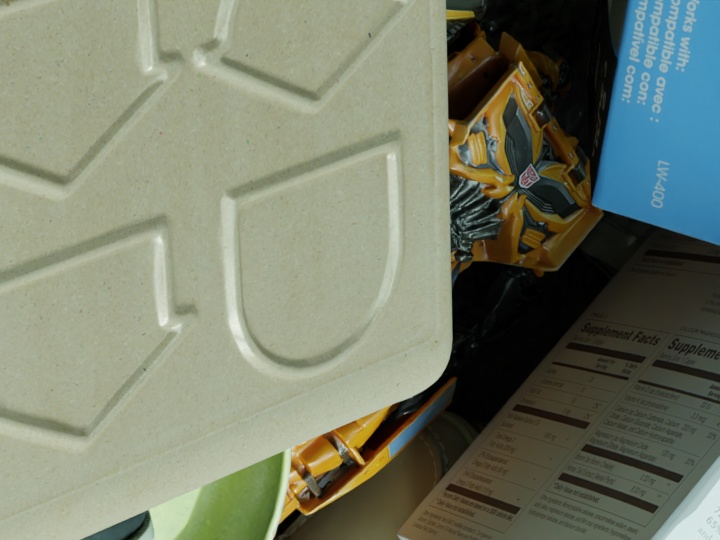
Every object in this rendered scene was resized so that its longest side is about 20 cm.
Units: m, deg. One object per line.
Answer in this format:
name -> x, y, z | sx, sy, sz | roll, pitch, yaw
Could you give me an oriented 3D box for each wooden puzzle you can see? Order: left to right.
wooden puzzle -> -0.054, -0.028, 0.779 | 0.185, 0.046, 0.200 | -21, 125, -36

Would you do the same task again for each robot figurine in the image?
robot figurine -> 0.000, 0.000, 0.951 | 0.200, 0.058, 0.145 | -43, 129, -9

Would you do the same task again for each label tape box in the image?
label tape box -> 0.111, -0.093, 0.896 | 0.063, 0.200, 0.145 | 9, 111, 1

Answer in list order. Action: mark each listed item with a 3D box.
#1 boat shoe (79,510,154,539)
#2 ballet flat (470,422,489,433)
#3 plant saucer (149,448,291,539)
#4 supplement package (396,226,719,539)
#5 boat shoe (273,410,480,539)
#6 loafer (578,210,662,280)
boat shoe -> -0.155, 0.055, 0.808 | 0.199, 0.075, 0.066 | 0, 109, -8
ballet flat -> 0.116, 0.091, 1.049 | 0.200, 0.070, 0.065 | 32, 84, -16
plant saucer -> -0.121, 0.049, 0.867 | 0.199, 0.031, 0.200 | -3, 113, -7
supplement package -> 0.150, 0.069, 0.940 | 0.152, 0.151, 0.200 | 45, 78, -19
boat shoe -> -0.027, 0.131, 0.994 | 0.065, 0.072, 0.200 | 26, 101, -42
loafer -> 0.141, 0.032, 1.065 | 0.070, 0.070, 0.200 | -46, 122, -13
